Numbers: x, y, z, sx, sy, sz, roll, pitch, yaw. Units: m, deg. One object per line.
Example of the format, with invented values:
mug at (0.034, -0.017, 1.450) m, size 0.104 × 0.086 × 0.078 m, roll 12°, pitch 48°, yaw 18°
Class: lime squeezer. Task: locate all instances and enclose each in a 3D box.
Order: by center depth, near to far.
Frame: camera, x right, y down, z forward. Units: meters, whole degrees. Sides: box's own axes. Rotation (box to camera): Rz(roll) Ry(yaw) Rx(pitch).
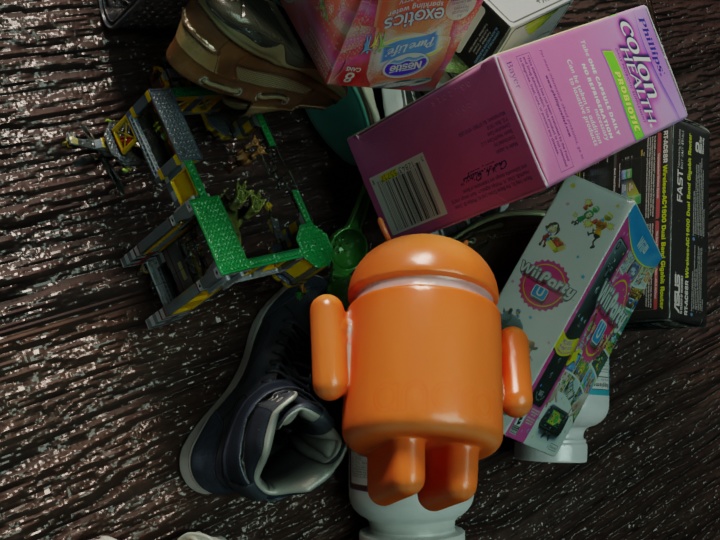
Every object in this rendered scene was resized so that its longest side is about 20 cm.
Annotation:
lime squeezer at (0.000, 0.000, 0.767) m, size 0.037 × 0.070 × 0.204 m, roll 24°, pitch 60°, yaw -42°

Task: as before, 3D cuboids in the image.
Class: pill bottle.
pill bottle at (0.042, 0.149, 0.789) m, size 0.108 × 0.109 × 0.204 m, roll 2°, pitch 84°, yaw -33°
pill bottle at (0.184, 0.080, 0.892) m, size 0.109 × 0.110 × 0.204 m, roll 7°, pitch 82°, yaw -33°

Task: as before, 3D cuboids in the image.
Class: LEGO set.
LEGO set at (-0.125, -0.048, 0.715) m, size 0.153 × 0.115 × 0.202 m, roll -28°, pitch 88°, yaw -52°

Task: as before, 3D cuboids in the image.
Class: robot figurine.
robot figurine at (0.046, 0.062, 0.657) m, size 0.117 × 0.141 × 0.204 m, roll 49°, pitch 38°, yaw -60°

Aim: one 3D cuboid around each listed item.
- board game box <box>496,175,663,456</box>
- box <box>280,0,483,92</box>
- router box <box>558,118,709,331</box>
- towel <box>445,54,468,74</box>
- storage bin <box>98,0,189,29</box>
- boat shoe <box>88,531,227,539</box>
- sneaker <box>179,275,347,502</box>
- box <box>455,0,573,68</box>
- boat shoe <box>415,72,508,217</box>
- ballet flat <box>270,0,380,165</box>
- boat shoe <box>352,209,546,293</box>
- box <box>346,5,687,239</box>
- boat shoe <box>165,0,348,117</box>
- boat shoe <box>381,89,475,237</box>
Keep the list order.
board game box at (0.165, 0.043, 0.765) m, size 0.202 × 0.064 × 0.147 m, roll -61°, pitch 149°, yaw -2°
box at (-0.006, -0.235, 0.685) m, size 0.101 × 0.095 × 0.202 m, roll -4°, pitch 52°, yaw -34°
router box at (0.273, -0.040, 0.941) m, size 0.061 × 0.149 × 0.204 m, roll 10°, pitch 80°, yaw -33°
towel at (0.049, -0.241, 0.840) m, size 0.197 × 0.031 × 0.151 m, roll 0°, pitch 53°, yaw -33°
storage bin at (-0.122, -0.265, 0.666) m, size 0.092 × 0.199 × 0.138 m, roll -9°, pitch 89°, yaw -34°
boat shoe at (-0.120, 0.230, 0.695) m, size 0.199 × 0.071 × 0.067 m, roll 33°, pitch 64°, yaw -28°
sneaker at (-0.046, 0.086, 0.716) m, size 0.077 × 0.145 × 0.204 m, roll 39°, pitch 64°, yaw -22°
box at (0.083, -0.275, 0.830) m, size 0.116 × 0.060 × 0.201 m, roll -31°, pitch 74°, yaw -41°
boat shoe at (0.097, -0.150, 0.879) m, size 0.067 × 0.073 × 0.202 m, roll -38°, pitch 105°, yaw -30°
ballet flat at (-0.035, -0.187, 0.806) m, size 0.070 × 0.069 × 0.201 m, roll -47°, pitch 109°, yaw -28°
boat shoe at (0.093, 0.005, 0.804) m, size 0.199 × 0.075 × 0.076 m, roll -17°, pitch 114°, yaw 2°
box at (0.123, -0.113, 0.735) m, size 0.198 × 0.175 × 0.098 m, roll -27°, pitch 95°, yaw -39°
boat shoe at (-0.077, -0.154, 0.685) m, size 0.076 × 0.074 × 0.199 m, roll 53°, pitch 15°, yaw 18°
boat shoe at (0.071, -0.090, 0.843) m, size 0.067 × 0.072 × 0.203 m, roll -17°, pitch 99°, yaw 8°
